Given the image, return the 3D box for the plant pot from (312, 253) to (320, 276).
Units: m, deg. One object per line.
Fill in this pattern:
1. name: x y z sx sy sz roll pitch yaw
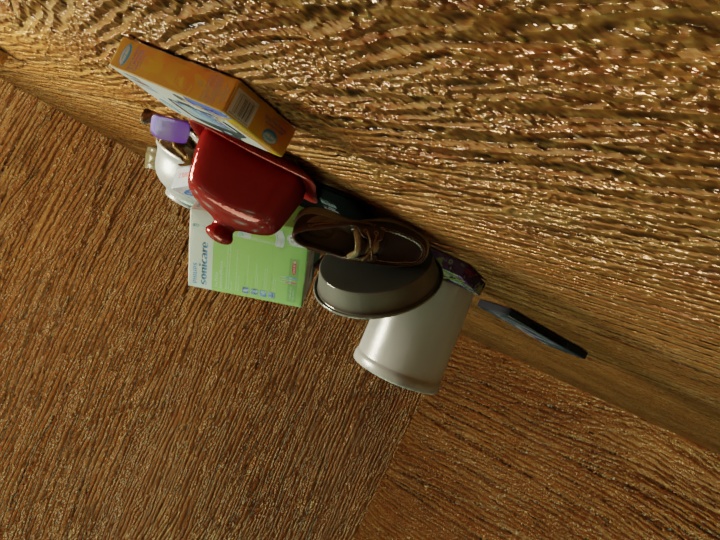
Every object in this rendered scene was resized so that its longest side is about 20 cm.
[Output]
1. plant pot: -0.170 -0.066 1.878 0.199 0.162 0.201 28 177 1

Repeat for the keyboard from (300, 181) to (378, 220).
1. keyboard: -0.033 -0.104 1.325 0.199 0.040 0.105 27 154 41

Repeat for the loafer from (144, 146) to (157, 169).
1. loafer: -0.514 -0.273 2.393 0.198 0.068 0.076 29 177 -16

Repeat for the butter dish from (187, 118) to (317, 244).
1. butter dish: -0.174 -0.108 1.238 0.198 0.149 0.199 28 175 1

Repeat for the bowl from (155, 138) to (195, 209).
1. bowl: -0.309 -0.169 1.625 0.199 0.091 0.201 26 -168 -6

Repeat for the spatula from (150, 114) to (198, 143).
1. spatula: -0.249 -0.203 1.410 0.198 0.021 0.057 24 142 -5

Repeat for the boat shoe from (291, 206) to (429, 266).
1. boat shoe: -0.001 -0.038 1.216 0.197 0.073 0.072 15 -155 -1

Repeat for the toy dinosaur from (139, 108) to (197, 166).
1. toy dinosaur: -0.299 -0.226 1.493 0.107 0.060 0.200 56 -171 28

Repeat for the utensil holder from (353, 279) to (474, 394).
1. utensil holder: 0.101 0.095 1.552 0.168 0.202 0.170 22 -174 -3

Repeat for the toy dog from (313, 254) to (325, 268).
1. toy dog: 0.000 0.000 1.447 0.200 0.097 0.132 43 -174 21

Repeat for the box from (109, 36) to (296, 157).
1. box: -0.178 -0.190 0.928 0.198 0.042 0.119 24 176 30

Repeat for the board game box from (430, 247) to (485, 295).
1. board game box: 0.103 -0.022 1.417 0.199 0.033 0.120 26 180 26

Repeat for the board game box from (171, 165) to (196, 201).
1. board game box: -0.189 -0.129 1.481 0.198 0.042 0.199 -3 158 43

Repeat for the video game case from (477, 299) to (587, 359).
1. video game case: 0.348 0.119 1.749 0.198 0.019 0.143 28 177 -18

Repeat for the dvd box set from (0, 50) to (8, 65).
1. dvd box set: -0.846 -0.501 1.811 0.145 0.030 0.200 28 178 -3

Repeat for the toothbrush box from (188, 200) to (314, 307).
1. toothbrush box: -0.176 -0.038 1.415 0.197 0.147 0.086 10 -150 3

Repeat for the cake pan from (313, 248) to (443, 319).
1. cake pan: 0.025 0.001 1.287 0.199 0.199 0.037 25 135 42
